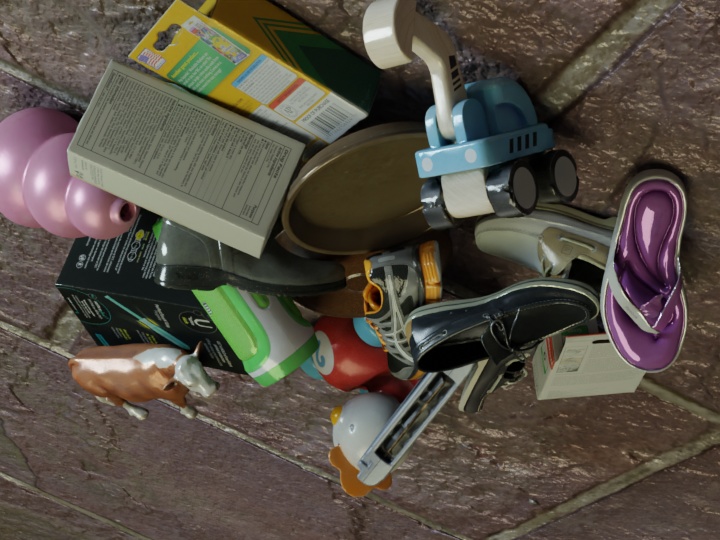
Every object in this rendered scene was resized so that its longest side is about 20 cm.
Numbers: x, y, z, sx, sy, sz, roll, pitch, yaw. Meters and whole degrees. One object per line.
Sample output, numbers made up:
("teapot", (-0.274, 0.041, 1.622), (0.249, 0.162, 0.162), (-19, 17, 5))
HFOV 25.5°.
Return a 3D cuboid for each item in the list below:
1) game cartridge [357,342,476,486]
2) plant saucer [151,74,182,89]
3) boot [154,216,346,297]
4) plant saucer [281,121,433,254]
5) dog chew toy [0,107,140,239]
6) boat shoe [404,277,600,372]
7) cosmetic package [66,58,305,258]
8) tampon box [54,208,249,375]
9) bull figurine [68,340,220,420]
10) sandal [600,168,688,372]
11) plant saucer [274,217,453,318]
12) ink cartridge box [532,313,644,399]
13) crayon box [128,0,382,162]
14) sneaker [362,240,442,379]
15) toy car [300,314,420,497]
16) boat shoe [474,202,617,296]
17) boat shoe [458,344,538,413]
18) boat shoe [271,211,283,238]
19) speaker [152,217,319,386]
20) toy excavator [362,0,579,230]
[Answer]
("game cartridge", (0.074, 0.130, 1.683), (0.041, 0.133, 0.201), (40, 117, 7))
("plant saucer", (-0.166, -0.140, 1.583), (0.198, 0.039, 0.202), (15, 152, 8))
("boot", (-0.105, -0.044, 1.550), (0.197, 0.133, 0.068), (4, -176, -10))
("plant saucer", (0.019, -0.079, 1.493), (0.197, 0.030, 0.201), (-14, 153, -7))
("dog chew toy", (-0.299, -0.091, 1.627), (0.199, 0.125, 0.125), (24, 160, 39))
("boat shoe", (0.136, 0.057, 1.532), (0.197, 0.063, 0.075), (-12, 139, 18))
("cosmetic package", (-0.161, -0.103, 1.477), (0.198, 0.105, 0.073), (25, 163, -1))
("tampon box", (-0.211, 0.014, 1.791), (0.197, 0.127, 0.150), (9, 151, 18))
("bull figurine", (-0.231, 0.121, 1.788), (0.198, 0.066, 0.122), (4, 152, 27))
("sandal", (0.260, 0.008, 1.455), (0.081, 0.050, 0.205), (-2, 115, 7))
("plant saucer", (0.000, 0.000, 1.652), (0.197, 0.037, 0.201), (-5, 149, -3))
("ink cartridge box", (0.243, 0.078, 1.635), (0.107, 0.051, 0.200), (-5, 158, -3))
("crayon box", (-0.095, -0.186, 1.441), (0.199, 0.052, 0.125), (29, 151, -19))
("sneaker", (0.038, 0.040, 1.623), (0.076, 0.079, 0.201), (-2, 139, -5))
("toy car", (0.006, 0.156, 1.823), (0.176, 0.202, 0.184), (29, 151, -18))
("boat shoe", (0.199, -0.016, 1.534), (0.197, 0.069, 0.075), (7, 150, 22))
("boat shoe", (0.157, 0.113, 1.788), (0.062, 0.073, 0.201), (21, 148, 3))
("boat shoe", (-0.083, -0.040, 1.675), (0.197, 0.067, 0.074), (9, 150, 19))
("speaker", (-0.127, 0.016, 1.628), (0.201, 0.088, 0.088), (55, 144, -7))
("toy excavator", (0.085, -0.139, 1.368), (0.099, 0.203, 0.193), (-9, -175, 41))
